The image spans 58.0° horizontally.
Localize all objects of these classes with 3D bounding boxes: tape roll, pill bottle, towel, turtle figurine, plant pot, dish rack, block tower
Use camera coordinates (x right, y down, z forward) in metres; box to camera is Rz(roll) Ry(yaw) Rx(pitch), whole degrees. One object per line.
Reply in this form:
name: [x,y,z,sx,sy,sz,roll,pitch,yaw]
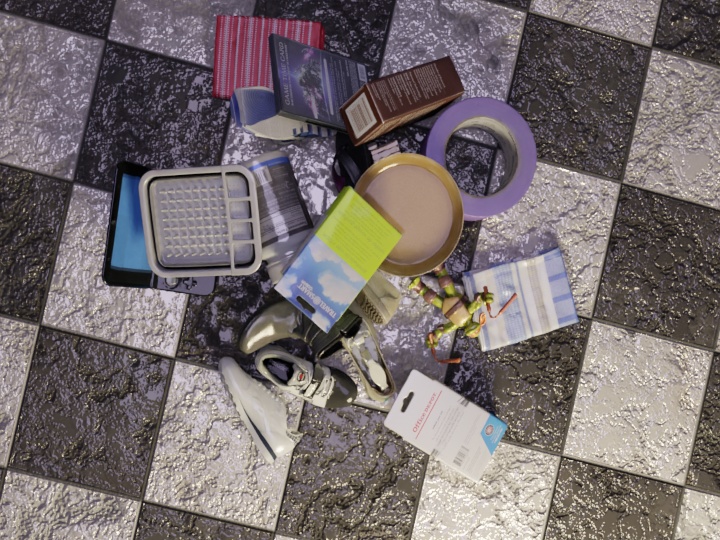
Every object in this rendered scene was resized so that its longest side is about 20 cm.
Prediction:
tape roll: [0.204,-0.194,1.147,0.193,0.085,0.207,0,90,-4]
pill bottle: [-0.143,-0.088,1.112,0.111,0.114,0.206,-21,91,-3]
towel: [-0.163,-0.373,1.157,0.193,0.022,0.150,4,92,-1]
turtle figurine: [0.170,0.055,1.147,0.162,0.064,0.200,49,121,4]
plant pot: [0.077,-0.093,1.099,0.193,0.027,0.207,1,96,7]
towel: [0.290,0.051,1.182,0.194,0.024,0.152,-15,92,-3]
dish rack: [-0.254,-0.081,1.056,0.193,0.044,0.178,-2,103,6]
block tower: [0.067,-0.131,1.154,0.056,0.054,0.206,-20,92,-4]

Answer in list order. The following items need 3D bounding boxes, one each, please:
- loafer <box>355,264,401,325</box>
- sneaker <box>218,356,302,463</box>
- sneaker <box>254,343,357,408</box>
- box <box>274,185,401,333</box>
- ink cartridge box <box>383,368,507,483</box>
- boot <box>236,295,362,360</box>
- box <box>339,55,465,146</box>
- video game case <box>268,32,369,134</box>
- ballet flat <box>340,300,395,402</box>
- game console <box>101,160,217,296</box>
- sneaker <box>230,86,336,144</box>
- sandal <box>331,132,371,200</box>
loafer: [0.000,0.000,1.143,0.068,0.076,0.202,-34,86,-26]
sneaker: [-0.180,0.232,1.138,0.079,0.076,0.204,-31,96,-14]
sneaker: [-0.096,0.192,1.129,0.195,0.088,0.076,21,87,-4]
box: [-0.038,-0.018,1.054,0.121,0.048,0.202,39,87,-13]
ink cartridge box: [0.145,0.267,1.151,0.197,0.067,0.118,32,89,-3]
boot: [-0.100,0.101,1.092,0.198,0.069,0.131,-34,59,-20]
box: [0.071,-0.286,1.090,0.197,0.099,0.077,-26,91,-33]
video game case: [-0.060,-0.306,1.091,0.195,0.019,0.147,5,68,-36]
ballet flat: [0.007,0.137,1.144,0.068,0.069,0.204,-28,91,-3]
game console: [-0.325,-0.065,1.099,0.165,0.118,0.207,8,90,-3]
sneaker: [-0.141,-0.250,1.102,0.195,0.113,0.084,-4,90,-41]
sandal: [-0.017,-0.153,1.135,0.047,0.074,0.208,-8,91,-47]
